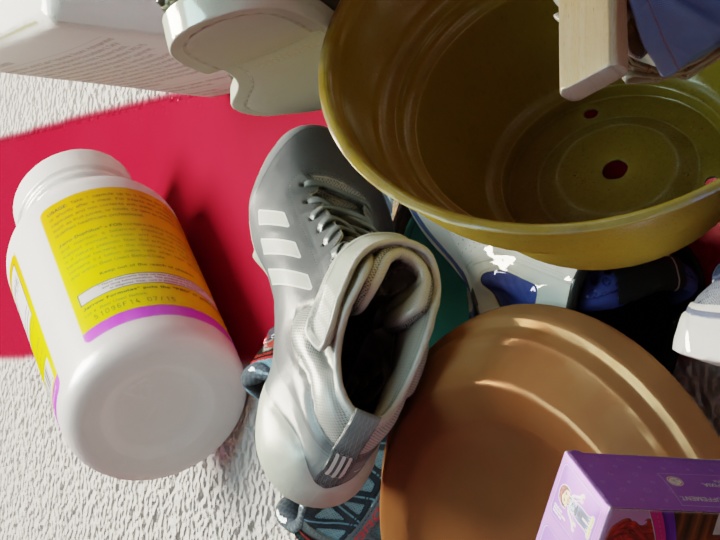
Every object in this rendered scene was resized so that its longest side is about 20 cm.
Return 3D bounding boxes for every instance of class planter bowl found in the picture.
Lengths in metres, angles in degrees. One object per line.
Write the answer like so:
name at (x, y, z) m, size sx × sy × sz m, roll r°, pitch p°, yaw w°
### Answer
planter bowl at (0.090, -0.061, 1.036) m, size 0.084 × 0.200 × 0.201 m, roll 71°, pitch 177°, yaw -45°

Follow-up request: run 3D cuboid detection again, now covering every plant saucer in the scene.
plant saucer at (0.073, 0.114, 1.063) m, size 0.200 × 0.037 × 0.201 m, roll 23°, pitch 122°, yaw 44°

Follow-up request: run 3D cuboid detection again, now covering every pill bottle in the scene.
pill bottle at (-0.137, 0.017, 1.533) m, size 0.200 × 0.104 × 0.105 m, roll -117°, pitch 40°, yaw -49°

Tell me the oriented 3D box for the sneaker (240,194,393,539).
sneaker at (-0.006, 0.034, 1.262) m, size 0.079 × 0.095 × 0.201 m, roll -38°, pitch 52°, yaw 56°

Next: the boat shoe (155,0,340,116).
boat shoe at (-0.034, -0.105, 1.101) m, size 0.202 × 0.072 × 0.061 m, roll 28°, pitch -135°, yaw -75°

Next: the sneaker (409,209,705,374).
sneaker at (0.085, -0.007, 1.112) m, size 0.115 × 0.080 × 0.200 m, roll -37°, pitch 59°, yaw 53°

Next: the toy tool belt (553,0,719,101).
toy tool belt at (0.140, -0.141, 0.922) m, size 0.200 × 0.125 × 0.123 m, roll -38°, pitch 25°, yaw 19°

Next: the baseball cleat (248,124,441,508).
baseball cleat at (0.000, 0.000, 1.123) m, size 0.107 × 0.069 × 0.201 m, roll -52°, pitch 30°, yaw 42°

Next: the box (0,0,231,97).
box at (-0.109, -0.202, 1.434) m, size 0.200 × 0.171 × 0.200 m, roll -7°, pitch 79°, yaw 64°

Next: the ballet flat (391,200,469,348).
ballet flat at (0.044, -0.032, 1.223) m, size 0.067 × 0.068 × 0.201 m, roll 136°, pitch 142°, yaw -81°

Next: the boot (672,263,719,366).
boot at (0.160, -0.007, 0.925) m, size 0.200 × 0.072 × 0.091 m, roll 173°, pitch 111°, yaw -81°

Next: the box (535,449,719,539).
box at (0.107, 0.159, 0.952) m, size 0.039 × 0.136 × 0.201 m, roll -127°, pitch 47°, yaw -55°
